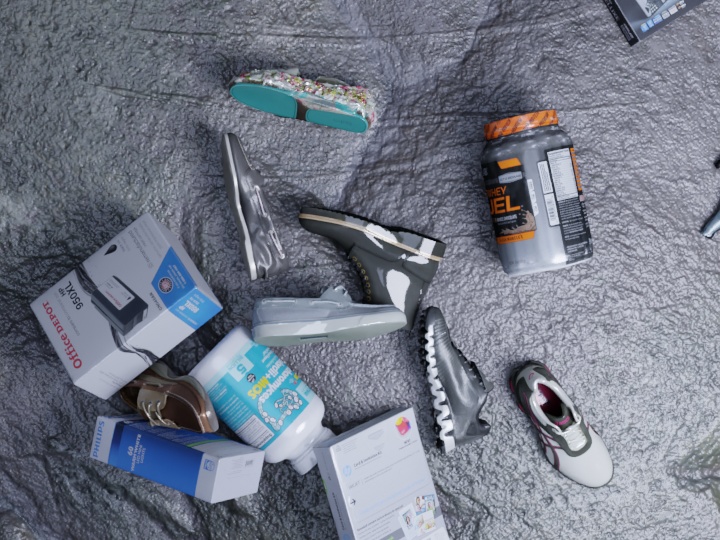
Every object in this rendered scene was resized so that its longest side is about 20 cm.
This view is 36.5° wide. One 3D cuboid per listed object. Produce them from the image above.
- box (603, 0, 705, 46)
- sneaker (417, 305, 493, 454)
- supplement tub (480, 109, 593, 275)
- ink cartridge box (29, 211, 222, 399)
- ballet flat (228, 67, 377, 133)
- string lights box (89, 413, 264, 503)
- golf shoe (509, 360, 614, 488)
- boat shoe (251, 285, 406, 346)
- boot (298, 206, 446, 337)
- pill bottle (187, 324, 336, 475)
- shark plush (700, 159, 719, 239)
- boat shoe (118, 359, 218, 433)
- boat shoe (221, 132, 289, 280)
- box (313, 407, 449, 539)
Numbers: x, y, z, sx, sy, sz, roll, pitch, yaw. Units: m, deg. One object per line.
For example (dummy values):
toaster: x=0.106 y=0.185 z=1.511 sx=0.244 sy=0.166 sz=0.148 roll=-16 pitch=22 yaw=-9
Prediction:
box: x=0.407 y=-0.417 z=1.444 sx=0.200 sy=0.050 sz=0.158 roll=-31 pitch=92 yaw=1
sneaker: x=0.130 y=0.141 z=1.461 sx=0.090 sy=0.066 sz=0.200 roll=-10 pitch=96 yaw=-3
supplement tub: x=0.226 y=-0.101 z=1.420 sx=0.122 sy=0.123 sz=0.200 roll=-12 pitch=92 yaw=0
ink cartridge box: x=-0.304 y=0.047 z=1.414 sx=0.200 sy=0.084 sz=0.145 roll=-38 pitch=62 yaw=1
ballet flat: x=-0.073 y=-0.233 z=1.448 sx=0.200 sy=0.076 sz=0.064 roll=15 pitch=61 yaw=-5
string lights box: x=-0.235 y=0.235 z=1.400 sx=0.200 sy=0.103 sz=0.059 roll=13 pitch=93 yaw=29
golf shoe: x=0.270 y=0.215 z=1.454 sx=0.077 sy=0.088 sz=0.200 roll=-38 pitch=94 yaw=-1
boat shoe: x=-0.042 y=0.052 z=1.412 sx=0.200 sy=0.070 sz=0.072 roll=-4 pitch=72 yaw=-5
boot: x=0.000 y=0.000 z=1.450 sx=0.200 sy=0.077 sz=0.139 roll=17 pitch=97 yaw=0
pill bottle: x=-0.125 y=0.175 z=1.435 sx=0.200 sy=0.111 sz=0.111 roll=44 pitch=91 yaw=-3
shark plush: x=0.520 y=-0.135 z=1.471 sx=0.083 sy=0.091 sz=0.200 roll=31 pitch=113 yaw=17
boat shoe: x=-0.247 y=0.173 z=1.393 sx=0.072 sy=0.200 sz=0.076 roll=-27 pitch=111 yaw=-28
boat shoe: x=-0.141 y=-0.088 z=1.451 sx=0.057 sy=0.067 sz=0.200 roll=-13 pitch=97 yaw=-16
box: x=0.032 y=0.300 z=1.433 sx=0.156 sy=0.041 sz=0.200 roll=-19 pitch=95 yaw=-41
